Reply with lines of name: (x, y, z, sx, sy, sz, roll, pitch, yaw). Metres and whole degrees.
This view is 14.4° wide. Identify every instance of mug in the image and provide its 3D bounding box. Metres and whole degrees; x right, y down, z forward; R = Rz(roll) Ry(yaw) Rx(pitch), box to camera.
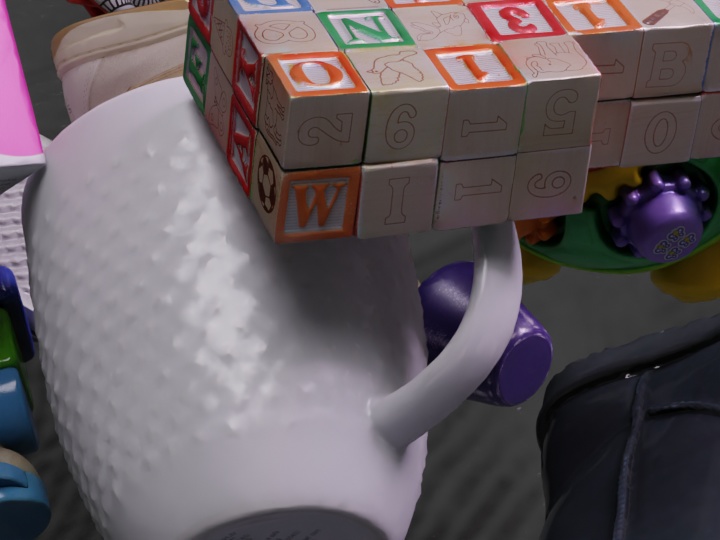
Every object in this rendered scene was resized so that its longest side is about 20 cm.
mug: (-0.026, 0.026, 1.067, 0.200, 0.148, 0.176, -30, 51, 24)

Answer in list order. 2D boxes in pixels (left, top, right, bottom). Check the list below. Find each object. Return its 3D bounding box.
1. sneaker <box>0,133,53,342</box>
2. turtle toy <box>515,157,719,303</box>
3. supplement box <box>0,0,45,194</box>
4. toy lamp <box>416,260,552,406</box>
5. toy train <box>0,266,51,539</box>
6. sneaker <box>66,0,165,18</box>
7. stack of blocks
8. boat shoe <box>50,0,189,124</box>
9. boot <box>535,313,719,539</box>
sneaker: (-0.165, -0.021, 1.243, 0.200, 0.080, 0.078, 40, 58, 18)
turtle toy: (0.123, -0.058, 1.166, 0.199, 0.146, 0.101, 7, 5, 16)
supplement box: (-0.225, -0.051, 1.129, 0.103, 0.102, 0.200, -7, -13, -39)
toy lamp: (0.000, 0.000, 1.200, 0.058, 0.058, 0.200, -31, 44, -28)
toy train: (-0.223, 0.073, 1.130, 0.199, 0.085, 0.116, -14, 54, -5)
sneaker: (-0.109, -0.194, 1.352, 0.108, 0.202, 0.067, -28, 29, -16)
stack of blocks: (0.048, -0.072, 1.030, 0.199, 0.059, 0.115, -6, 35, -20)
boat shoe: (-0.035, -0.086, 1.210, 0.199, 0.069, 0.074, -12, -8, 24)
boot: (0.142, 0.075, 0.960, 0.200, 0.077, 0.168, -21, 30, 20)
